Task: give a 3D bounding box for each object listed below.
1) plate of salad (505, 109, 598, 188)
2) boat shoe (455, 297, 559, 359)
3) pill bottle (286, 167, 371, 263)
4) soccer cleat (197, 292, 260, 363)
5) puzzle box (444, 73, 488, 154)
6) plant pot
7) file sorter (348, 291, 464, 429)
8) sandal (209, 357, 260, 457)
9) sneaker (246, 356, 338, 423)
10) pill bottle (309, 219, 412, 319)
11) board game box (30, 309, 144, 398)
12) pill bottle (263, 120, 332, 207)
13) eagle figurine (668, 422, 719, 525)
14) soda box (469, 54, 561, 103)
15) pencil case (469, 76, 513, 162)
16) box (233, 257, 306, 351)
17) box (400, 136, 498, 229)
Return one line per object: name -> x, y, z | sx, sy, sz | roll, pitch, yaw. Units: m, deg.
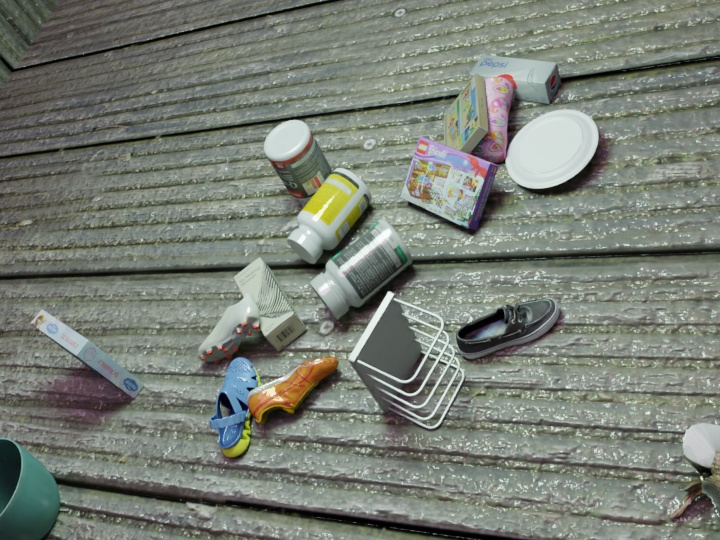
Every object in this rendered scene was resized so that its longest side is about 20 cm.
plate of salad -> 0.398, -0.248, 1.500 | 0.197, 0.048, 0.204 | -21, 49, 25
boat shoe -> 0.261, 0.093, 1.300 | 0.196, 0.067, 0.071 | -22, 48, 11
pill bottle -> -0.072, -0.118, 1.599 | 0.110, 0.112, 0.201 | 24, 68, 38
soccer cleat -> -0.275, 0.126, 1.517 | 0.199, 0.068, 0.079 | -40, 48, 32
puzzle box -> 0.229, -0.326, 1.593 | 0.133, 0.025, 0.203 | -51, 24, 41
plant pot -> -0.705, 0.465, 1.449 | 0.196, 0.162, 0.204 | -13, 51, 16
file sorter -> 0.090, 0.165, 1.247 | 0.123, 0.201, 0.140 | 21, 66, 32
sandal -> -0.250, 0.257, 1.426 | 0.078, 0.088, 0.203 | -15, 48, 18
sneaker -> -0.124, 0.231, 1.405 | 0.197, 0.073, 0.078 | -31, 73, 3
pill bottle -> 0.000, 0.000, 1.472 | 0.199, 0.114, 0.113 | -39, 48, -6
board game box -> -0.596, 0.184, 1.580 | 0.197, 0.201, 0.041 | 20, 65, 37
pill bottle -> -0.131, -0.233, 1.655 | 0.113, 0.201, 0.118 | -13, 50, 16
eagle figurine -> 0.523, 0.304, 0.955 | 0.147, 0.200, 0.156 | 11, 93, -10
soda box -> 0.353, -0.440, 1.655 | 0.197, 0.064, 0.069 | 20, 66, 37
pencil case -> 0.289, -0.330, 1.592 | 0.086, 0.088, 0.204 | -1, 58, 26
box -> -0.196, 0.070, 1.550 | 0.082, 0.069, 0.201 | -37, 48, -2
box -> 0.184, -0.186, 1.522 | 0.198, 0.039, 0.140 | 30, 108, 40
